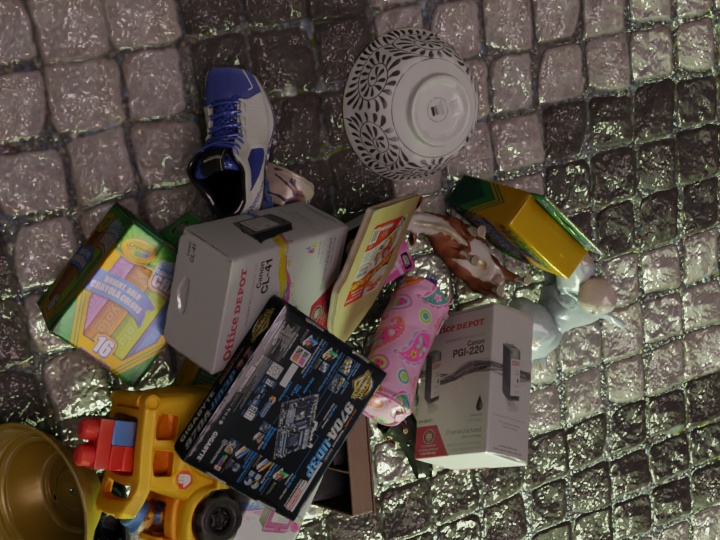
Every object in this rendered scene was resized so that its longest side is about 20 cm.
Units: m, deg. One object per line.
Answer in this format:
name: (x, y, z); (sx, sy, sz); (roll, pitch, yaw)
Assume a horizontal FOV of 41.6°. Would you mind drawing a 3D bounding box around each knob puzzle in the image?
knob puzzle: (0.000, 0.000, 1.181); (0.030, 0.220, 0.222); (26, 91, 14)

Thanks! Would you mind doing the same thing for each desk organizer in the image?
desk organizer: (-0.033, 0.236, 1.295); (0.076, 0.072, 0.203); (-10, 106, -20)

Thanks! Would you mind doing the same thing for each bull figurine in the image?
bull figurine: (0.141, -0.026, 1.288); (0.199, 0.121, 0.066); (37, 84, -34)

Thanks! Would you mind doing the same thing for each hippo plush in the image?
hippo plush: (0.270, 0.044, 1.372); (0.160, 0.160, 0.200); (-35, 158, 6)

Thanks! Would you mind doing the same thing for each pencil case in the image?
pencil case: (0.056, 0.101, 1.249); (0.087, 0.087, 0.201); (45, 52, -26)
pencil case: (-0.135, -0.037, 1.180); (0.078, 0.089, 0.202); (27, 91, -55)

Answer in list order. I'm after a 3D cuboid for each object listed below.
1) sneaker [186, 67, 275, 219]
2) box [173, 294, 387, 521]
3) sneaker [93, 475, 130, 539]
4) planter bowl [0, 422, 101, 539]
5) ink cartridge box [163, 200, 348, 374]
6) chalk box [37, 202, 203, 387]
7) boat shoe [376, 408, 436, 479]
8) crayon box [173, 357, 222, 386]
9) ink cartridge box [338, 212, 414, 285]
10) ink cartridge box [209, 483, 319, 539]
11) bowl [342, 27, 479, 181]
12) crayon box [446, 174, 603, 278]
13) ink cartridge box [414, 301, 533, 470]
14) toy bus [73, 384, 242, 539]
sneaker: (-0.148, -0.142, 1.094); (0.079, 0.115, 0.202); (-7, 85, 10)
box: (-0.085, 0.153, 1.045); (0.158, 0.046, 0.201); (35, 85, -28)
sneaker: (-0.328, 0.363, 1.186); (0.074, 0.079, 0.203); (0, 104, -25)
planter bowl: (-0.366, 0.271, 1.119); (0.083, 0.198, 0.203); (-10, 111, -60)
ink cartridge box: (-0.115, 0.015, 1.083); (0.199, 0.085, 0.149); (-21, 132, -51)
chalk box: (-0.262, 0.007, 1.106); (0.124, 0.124, 0.201); (39, 84, -27)
boat shoe: (0.050, 0.208, 1.326); (0.063, 0.074, 0.203); (-27, 107, -17)
crayon box: (-0.187, 0.186, 1.223); (0.125, 0.051, 0.202); (25, 92, -28)
ink cartridge box: (-0.029, -0.002, 1.261); (0.198, 0.037, 0.096); (-29, 113, -14)
ink cartridge box: (-0.125, 0.266, 1.161); (0.084, 0.144, 0.202); (24, 92, -27)
bowl: (0.084, -0.210, 1.229); (0.198, 0.094, 0.204); (-6, 106, -23)
crayon box: (0.213, -0.058, 1.255); (0.125, 0.200, 0.052); (39, 85, -26)
ink cartridge box: (0.153, 0.157, 1.275); (0.084, 0.145, 0.203); (21, 65, -33)
toy bus: (-0.237, 0.227, 1.069); (0.190, 0.135, 0.203); (9, 82, -39)
